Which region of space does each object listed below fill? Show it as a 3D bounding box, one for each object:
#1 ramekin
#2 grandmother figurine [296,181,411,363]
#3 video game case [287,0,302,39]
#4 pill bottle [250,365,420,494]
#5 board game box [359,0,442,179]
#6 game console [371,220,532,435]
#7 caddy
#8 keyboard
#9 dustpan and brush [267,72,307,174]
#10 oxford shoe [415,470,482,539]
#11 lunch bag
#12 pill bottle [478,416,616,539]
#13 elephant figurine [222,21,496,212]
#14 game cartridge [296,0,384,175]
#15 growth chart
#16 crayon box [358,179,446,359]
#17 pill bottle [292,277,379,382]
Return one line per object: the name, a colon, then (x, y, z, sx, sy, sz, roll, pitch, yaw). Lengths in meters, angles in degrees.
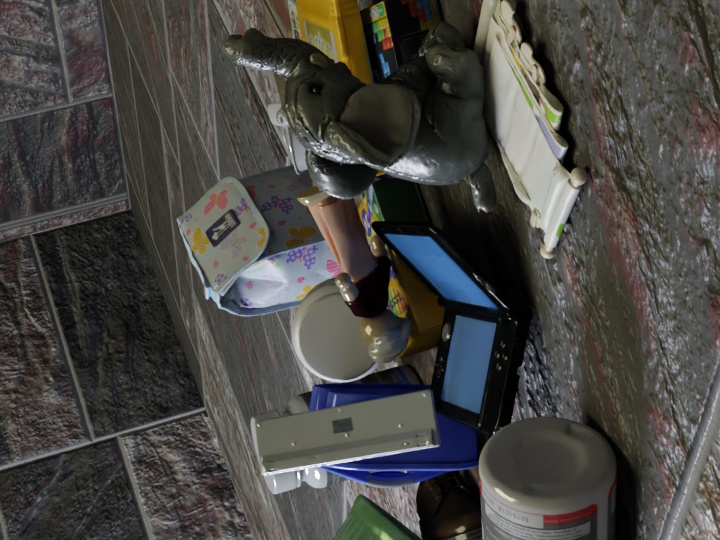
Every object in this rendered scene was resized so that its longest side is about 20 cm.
ramekin: (0.047, 0.351, 1.617, 0.200, 0.098, 0.200, 38, 175, 4)
grandmother figurine: (0.000, 0.000, 1.453, 0.060, 0.121, 0.201, -8, 110, 35)
video game case: (-0.038, -0.215, 1.712, 0.200, 0.022, 0.183, -128, 27, -59)
pill bottle: (-0.023, 0.191, 1.707, 0.114, 0.199, 0.114, 165, 90, -75)
board game box: (0.036, -0.175, 1.404, 0.200, 0.056, 0.166, -172, 69, -75)
game console: (0.071, 0.051, 1.356, 0.200, 0.116, 0.177, -170, 91, -75)
caddy: (0.032, 0.177, 1.521, 0.141, 0.199, 0.106, -179, 91, -74)
keyboard: (-0.016, 0.163, 1.443, 0.011, 0.199, 0.057, 23, -123, -64)
dustpan and brush: (-0.072, -0.163, 1.481, 0.200, 0.057, 0.140, -155, 52, -75)
oxford shoe: (0.096, 0.261, 1.590, 0.200, 0.072, 0.085, 173, 84, -76)
lunch bag: (-0.119, -0.040, 1.843, 0.170, 0.199, 0.128, -120, 20, -46)
pill bottle: (0.161, 0.235, 1.229, 0.114, 0.113, 0.201, -126, 25, -54)
elephant figurine: (0.000, -0.127, 1.223, 0.155, 0.199, 0.142, -123, 25, -44)
game cartridge: (-0.025, -0.205, 1.425, 0.176, 0.032, 0.201, -136, 32, -69)
growth chart: (0.131, -0.125, 1.167, 0.145, 0.018, 0.201, 108, 144, -65)
crayon box: (0.052, 0.011, 1.542, 0.126, 0.051, 0.201, 120, 133, -71)
pill bottle: (-0.021, 0.068, 1.665, 0.200, 0.113, 0.114, -89, -15, -87)
